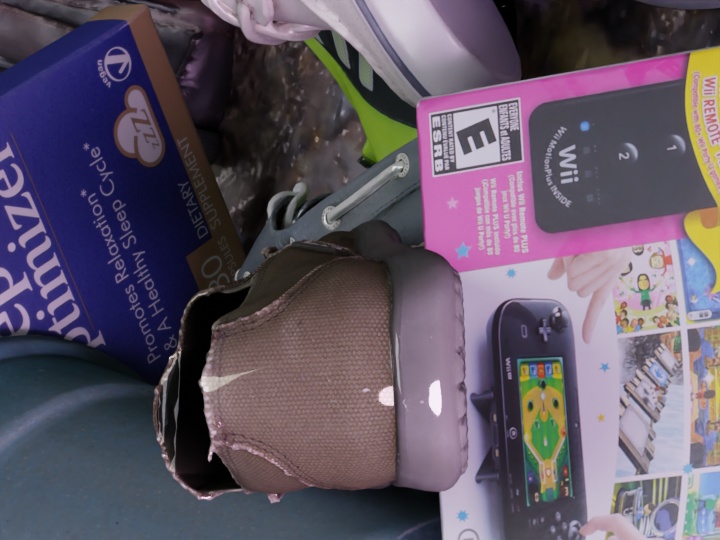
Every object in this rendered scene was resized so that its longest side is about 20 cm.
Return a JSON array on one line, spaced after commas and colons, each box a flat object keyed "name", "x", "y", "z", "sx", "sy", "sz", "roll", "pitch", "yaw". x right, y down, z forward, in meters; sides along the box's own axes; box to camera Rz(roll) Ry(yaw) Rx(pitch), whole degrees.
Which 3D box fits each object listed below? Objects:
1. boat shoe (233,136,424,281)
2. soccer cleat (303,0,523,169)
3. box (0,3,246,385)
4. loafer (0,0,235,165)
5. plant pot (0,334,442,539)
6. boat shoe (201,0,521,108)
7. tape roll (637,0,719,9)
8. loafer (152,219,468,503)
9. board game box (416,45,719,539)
[{"name": "boat shoe", "x": 0.000, "y": 0.000, "z": 0.825, "sx": 0.200, "sy": 0.072, "sz": 0.062, "roll": -21, "pitch": 76, "yaw": 64}, {"name": "soccer cleat", "x": 0.009, "y": -0.096, "z": 0.876, "sx": 0.081, "sy": 0.067, "sz": 0.200, "roll": -50, "pitch": 55, "yaw": 24}, {"name": "box", "x": -0.127, "y": 0.009, "z": 0.880, "sx": 0.032, "sy": 0.200, "sz": 0.122, "roll": 5, "pitch": 123, "yaw": 50}, {"name": "loafer", "x": -0.120, "y": -0.101, "z": 1.014, "sx": 0.199, "sy": 0.072, "sz": 0.063, "roll": 28, "pitch": 102, "yaw": 35}, {"name": "plant pot", "x": -0.047, "y": 0.130, "z": 0.808, "sx": 0.195, "sy": 0.200, "sz": 0.202, "roll": 7, "pitch": 88, "yaw": 41}, {"name": "boat shoe", "x": -0.019, "y": -0.102, "z": 0.819, "sx": 0.070, "sy": 0.071, "sz": 0.200, "roll": -43, "pitch": 52, "yaw": 14}, {"name": "tape roll", "x": 0.092, "y": -0.182, "z": 0.787, "sx": 0.202, "sy": 0.070, "sz": 0.204, "roll": -12, "pitch": 74, "yaw": 47}, {"name": "loafer", "x": -0.020, "y": 0.022, "z": 0.681, "sx": 0.200, "sy": 0.069, "sz": 0.076, "roll": 151, "pitch": 117, "yaw": -81}, {"name": "board game box", "x": 0.119, "y": 0.016, "z": 0.659, "sx": 0.199, "sy": 0.064, "sz": 0.149, "roll": -8, "pitch": 76, "yaw": 20}]
